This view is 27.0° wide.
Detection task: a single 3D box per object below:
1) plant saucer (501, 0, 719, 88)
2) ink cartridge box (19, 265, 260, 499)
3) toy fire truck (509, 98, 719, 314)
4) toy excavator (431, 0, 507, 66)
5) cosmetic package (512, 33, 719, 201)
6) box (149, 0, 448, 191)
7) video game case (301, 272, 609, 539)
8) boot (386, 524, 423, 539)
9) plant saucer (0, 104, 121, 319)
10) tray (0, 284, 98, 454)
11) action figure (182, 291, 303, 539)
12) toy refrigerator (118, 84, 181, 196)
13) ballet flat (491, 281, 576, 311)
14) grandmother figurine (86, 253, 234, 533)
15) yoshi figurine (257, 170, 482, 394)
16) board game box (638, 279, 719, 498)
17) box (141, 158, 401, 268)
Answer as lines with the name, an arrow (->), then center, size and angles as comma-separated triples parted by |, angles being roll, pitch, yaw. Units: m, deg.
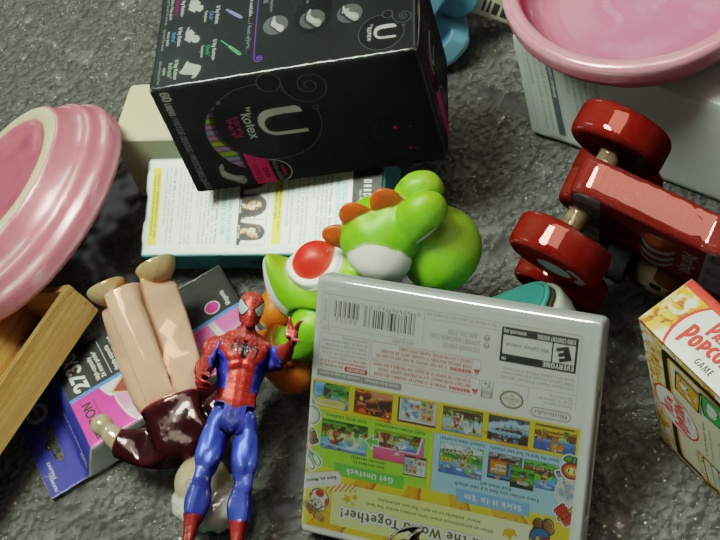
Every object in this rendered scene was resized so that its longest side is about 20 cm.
plant saucer -> 0.202, -0.204, 1.077 | 0.200, 0.051, 0.201 | -9, 54, 12
ink cartridge box -> -0.170, 0.083, 1.148 | 0.200, 0.037, 0.095 | -32, 52, -5
toy fire truck -> 0.200, -0.016, 1.009 | 0.168, 0.200, 0.112 | 28, 82, 14
toy excavator -> 0.082, -0.228, 1.258 | 0.199, 0.195, 0.100 | 18, 43, -25
cosmetic package -> 0.258, -0.181, 1.153 | 0.200, 0.123, 0.200 | 25, 65, 29
box -> -0.042, -0.146, 1.123 | 0.199, 0.122, 0.106 | -8, 52, 12
video game case -> 0.058, 0.105, 0.994 | 0.199, 0.023, 0.183 | 9, 102, 22
boot -> -0.035, 0.260, 0.947 | 0.173, 0.069, 0.201 | 3, 81, -3
plant saucer -> -0.275, -0.055, 1.204 | 0.200, 0.051, 0.201 | -34, 36, 29
tray -> -0.286, 0.102, 1.141 | 0.098, 0.037, 0.200 | -7, 45, 52
action figure -> -0.084, 0.102, 1.007 | 0.065, 0.099, 0.201 | 9, 69, -7
toy refrigerator -> -0.094, -0.112, 1.240 | 0.199, 0.076, 0.070 | -1, 55, 17
ballet flat -> 0.076, 0.054, 1.063 | 0.200, 0.069, 0.070 | -12, 46, 46
grandmother figurine -> -0.137, 0.096, 1.078 | 0.121, 0.061, 0.201 | -28, 72, 12
yoshi figurine -> 0.012, 0.010, 1.071 | 0.200, 0.112, 0.113 | -42, 74, 36
board game box -> 0.256, 0.119, 0.914 | 0.046, 0.152, 0.200 | -35, 53, -9
box -> -0.071, -0.046, 1.184 | 0.199, 0.049, 0.083 | 0, 78, 17
